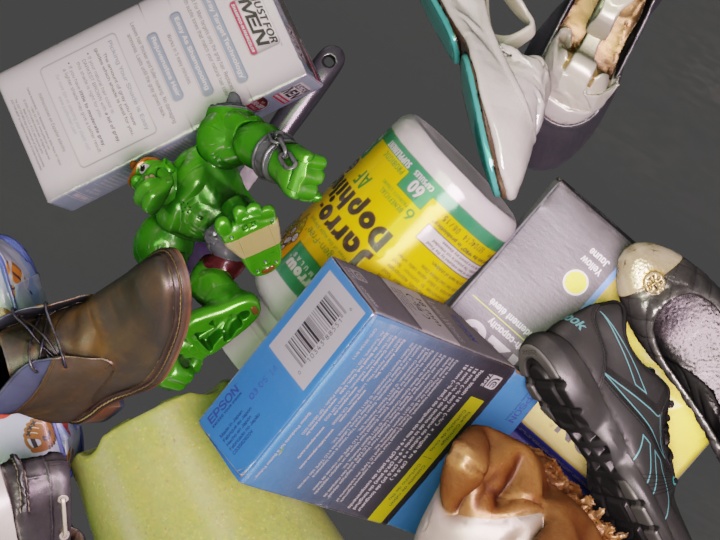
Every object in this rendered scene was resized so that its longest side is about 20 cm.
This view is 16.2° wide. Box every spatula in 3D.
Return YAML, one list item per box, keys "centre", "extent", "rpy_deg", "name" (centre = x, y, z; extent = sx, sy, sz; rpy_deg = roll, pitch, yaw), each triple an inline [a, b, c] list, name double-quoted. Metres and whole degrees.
- centre: [-0.072, -0.072, 1.754]
  extent: [0.056, 0.021, 0.200]
  rpy_deg: [36, 97, 3]
  name: "spatula"

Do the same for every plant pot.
- centre: [-0.100, 0.182, 1.708]
  extent: [0.200, 0.200, 0.185]
  rpy_deg: [-27, 80, 8]
  name: "plant pot"

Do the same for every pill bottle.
- centre: [0.000, 0.000, 1.706]
  extent: [0.200, 0.113, 0.113]
  rpy_deg: [-44, 89, 8]
  name: "pill bottle"

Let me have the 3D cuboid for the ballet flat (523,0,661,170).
- centre: [0.156, -0.158, 1.699]
  extent: [0.073, 0.073, 0.201]
  rpy_deg: [30, 98, 3]
  name: "ballet flat"

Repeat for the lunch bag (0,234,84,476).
- centre: [-0.289, 0.074, 1.764]
  extent: [0.160, 0.076, 0.201]
  rpy_deg: [-16, 94, 9]
  name: "lunch bag"

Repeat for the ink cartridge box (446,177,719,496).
- centre: [0.146, 0.075, 1.733]
  extent: [0.197, 0.047, 0.200]
  rpy_deg: [40, 95, 0]
  name: "ink cartridge box"

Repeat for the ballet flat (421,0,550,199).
- centre: [0.089, -0.141, 1.668]
  extent: [0.069, 0.069, 0.201]
  rpy_deg: [-23, 59, 8]
  name: "ballet flat"

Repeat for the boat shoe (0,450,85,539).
- centre: [-0.218, 0.189, 1.726]
  extent: [0.060, 0.200, 0.074]
  rpy_deg: [-15, 51, -10]
  name: "boat shoe"

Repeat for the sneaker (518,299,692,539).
- centre: [0.182, 0.113, 1.675]
  extent: [0.079, 0.075, 0.201]
  rpy_deg: [-35, 109, -23]
  name: "sneaker"

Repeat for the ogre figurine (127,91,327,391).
- centre: [-0.098, -0.027, 1.668]
  extent: [0.098, 0.120, 0.201]
  rpy_deg: [-6, 133, -23]
  name: "ogre figurine"

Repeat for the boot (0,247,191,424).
- centre: [-0.183, 0.050, 1.634]
  extent: [0.097, 0.200, 0.075]
  rpy_deg: [-4, 62, -33]
  name: "boot"

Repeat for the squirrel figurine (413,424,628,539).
- centre: [0.132, 0.191, 1.629]
  extent: [0.186, 0.200, 0.142]
  rpy_deg: [27, 105, 9]
  name: "squirrel figurine"

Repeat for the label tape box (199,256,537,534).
- centre: [0.011, 0.087, 1.658]
  extent: [0.144, 0.200, 0.063]
  rpy_deg: [-51, 52, 13]
  name: "label tape box"

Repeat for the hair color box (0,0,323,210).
- centre: [-0.138, -0.130, 1.728]
  extent: [0.199, 0.061, 0.099]
  rpy_deg: [-26, 81, 8]
  name: "hair color box"

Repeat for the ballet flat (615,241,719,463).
- centre: [0.236, 0.066, 1.674]
  extent: [0.066, 0.057, 0.200]
  rpy_deg: [-34, 90, 6]
  name: "ballet flat"
